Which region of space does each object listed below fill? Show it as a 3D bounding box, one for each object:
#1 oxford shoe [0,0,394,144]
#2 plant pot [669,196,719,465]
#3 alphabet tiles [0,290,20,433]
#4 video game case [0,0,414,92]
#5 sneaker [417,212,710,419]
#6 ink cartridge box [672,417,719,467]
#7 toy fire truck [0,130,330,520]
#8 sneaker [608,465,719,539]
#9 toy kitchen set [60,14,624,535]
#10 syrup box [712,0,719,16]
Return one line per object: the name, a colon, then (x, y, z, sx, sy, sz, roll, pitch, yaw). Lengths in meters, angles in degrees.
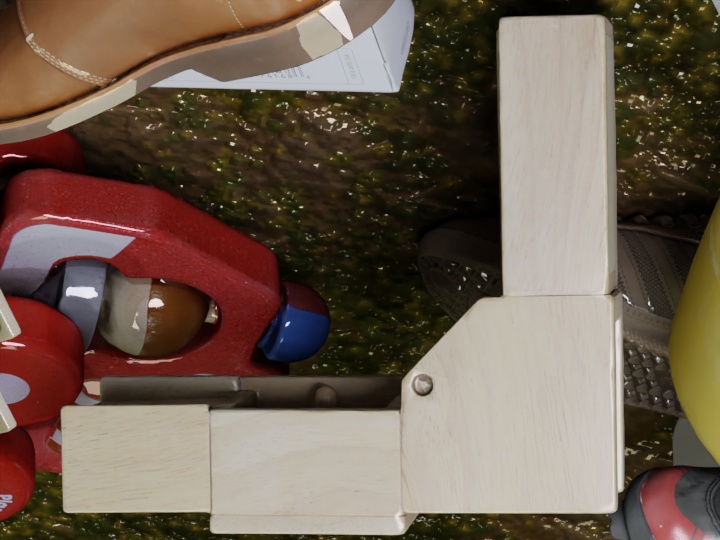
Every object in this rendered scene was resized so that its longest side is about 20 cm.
oxford shoe: (-0.084, -0.094, 0.922, 0.199, 0.071, 0.071, -16, 120, 32)
plant pot: (0.227, -0.020, 0.988, 0.200, 0.201, 0.190, 10, 127, -6)
alphabet tiles: (-0.197, -0.024, 1.051, 0.166, 0.006, 0.201, -15, 103, 54)
video game case: (-0.096, -0.131, 0.957, 0.199, 0.046, 0.182, 2, 150, 15)
sneaker: (0.123, 0.011, 1.137, 0.199, 0.076, 0.071, 21, 149, 18)
ink cartridge box: (0.253, 0.099, 1.215, 0.199, 0.085, 0.146, 20, 140, -18)
toy fire truck: (-0.105, 0.028, 1.151, 0.167, 0.113, 0.200, 8, 144, -19)
sneaker: (0.198, 0.111, 1.112, 0.200, 0.071, 0.098, 20, 139, -20)
toy kitchen set: (0.000, 0.000, 1.070, 0.199, 0.182, 0.163, -1, -178, 7)
syrup box: (0.206, -0.119, 0.874, 0.199, 0.082, 0.079, -6, 145, -23)
